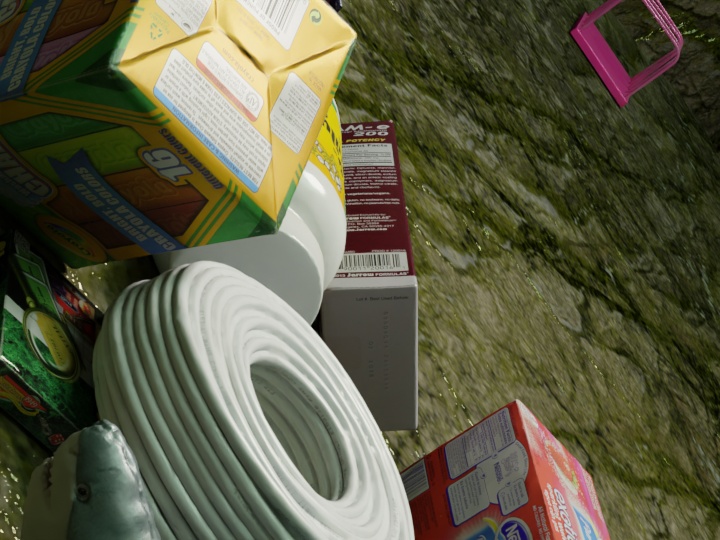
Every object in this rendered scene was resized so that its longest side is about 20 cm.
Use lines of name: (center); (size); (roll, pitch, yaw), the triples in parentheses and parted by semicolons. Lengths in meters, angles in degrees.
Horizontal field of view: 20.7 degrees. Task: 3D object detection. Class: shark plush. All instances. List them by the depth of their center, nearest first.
shark plush: (-0.081, 0.163, 0.759); (0.201, 0.083, 0.091); (62, 17, 18)

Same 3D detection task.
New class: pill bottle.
pill bottle: (-0.064, -0.040, 1.132); (0.113, 0.112, 0.200); (48, 18, -25)

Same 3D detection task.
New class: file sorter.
file sorter: (0.422, -0.361, 3.065); (0.139, 0.125, 0.200); (54, 17, -6)

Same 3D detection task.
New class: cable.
cable: (-0.049, 0.085, 0.943); (0.200, 0.069, 0.201); (38, 25, -48)

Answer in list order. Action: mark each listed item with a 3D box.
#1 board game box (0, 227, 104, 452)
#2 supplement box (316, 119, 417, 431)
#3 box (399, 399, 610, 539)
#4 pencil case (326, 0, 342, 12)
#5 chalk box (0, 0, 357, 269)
board game box: (-0.110, 0.076, 0.949); (0.200, 0.023, 0.105); (47, 22, -31)
supplement box: (0.000, 0.000, 1.247); (0.201, 0.060, 0.110); (-95, -176, -58)
box: (0.097, 0.190, 1.183); (0.095, 0.099, 0.201); (45, 20, -33)
pencil case: (-0.110, -0.148, 1.101); (0.091, 0.198, 0.094); (106, -7, -57)
chalk box: (-0.126, -0.088, 0.973); (0.125, 0.199, 0.125); (43, 54, -33)
